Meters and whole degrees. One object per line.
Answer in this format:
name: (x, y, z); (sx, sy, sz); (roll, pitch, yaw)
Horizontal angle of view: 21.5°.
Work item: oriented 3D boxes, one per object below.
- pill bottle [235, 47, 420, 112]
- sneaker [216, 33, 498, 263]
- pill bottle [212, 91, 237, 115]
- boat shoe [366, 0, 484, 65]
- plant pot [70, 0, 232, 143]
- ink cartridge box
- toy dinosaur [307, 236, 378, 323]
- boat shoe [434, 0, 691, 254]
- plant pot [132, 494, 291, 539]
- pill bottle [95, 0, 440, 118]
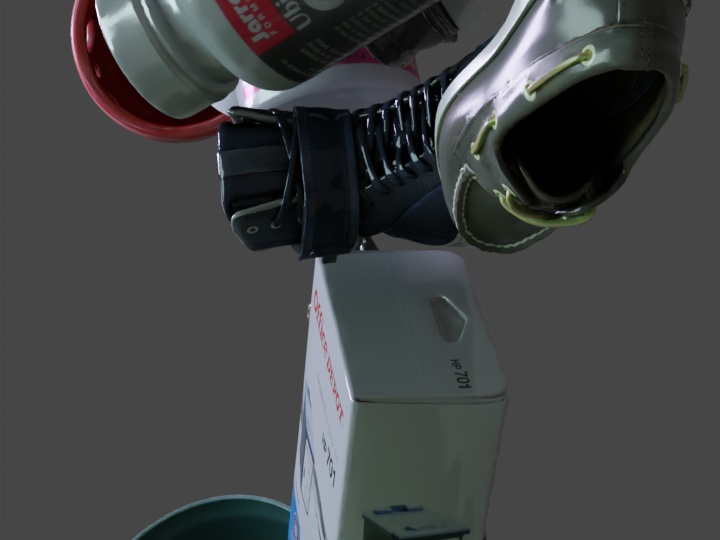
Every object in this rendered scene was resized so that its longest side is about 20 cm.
pill bottle: (-0.032, -0.185, 1.174); (0.113, 0.112, 0.202); (119, 143, -69)
sneaker: (0.006, -0.059, 0.918); (0.202, 0.145, 0.078); (120, 151, -68)
pill bottle: (-0.066, -0.222, 1.434); (0.114, 0.113, 0.201); (-102, 16, -53)
boat shoe: (0.013, -0.171, 1.037); (0.072, 0.060, 0.202); (53, -172, -29)
plant pot: (-0.173, -0.223, 1.847); (0.183, 0.198, 0.203); (-104, 15, -88)
ink cartridge box: (0.015, 0.110, 1.023); (0.147, 0.085, 0.202); (-105, 17, -58)
toy dinosaur: (0.000, 0.000, 1.241); (0.200, 0.047, 0.089); (157, 104, -78)
boat shoe: (0.073, -0.054, 0.735); (0.202, 0.071, 0.061); (116, 158, -60)
plant pot: (-0.084, 0.280, 1.350); (0.135, 0.198, 0.202); (61, -163, -49)
pill bottle: (-0.025, -0.155, 0.904); (0.111, 0.199, 0.111); (47, -154, -31)
